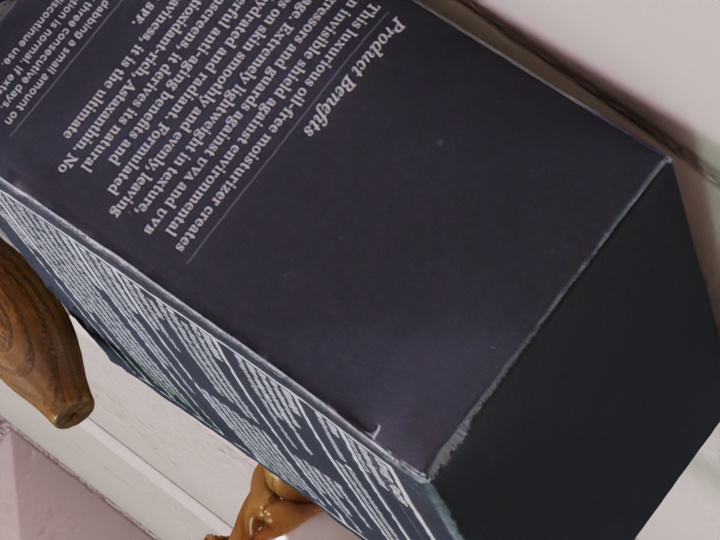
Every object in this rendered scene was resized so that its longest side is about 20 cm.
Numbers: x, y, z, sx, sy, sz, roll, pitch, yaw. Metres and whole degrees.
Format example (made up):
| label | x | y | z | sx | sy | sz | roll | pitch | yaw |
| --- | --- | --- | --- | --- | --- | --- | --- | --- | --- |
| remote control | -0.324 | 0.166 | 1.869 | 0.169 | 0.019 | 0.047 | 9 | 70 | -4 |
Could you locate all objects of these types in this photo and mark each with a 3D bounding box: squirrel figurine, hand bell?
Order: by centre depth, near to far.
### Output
| label | x | y | z | sx | sy | sz | roll | pitch | yaw |
| --- | --- | --- | --- | --- | --- | --- | --- | --- | --- |
| hand bell | -0.149 | -0.025 | 0.959 | 0.200 | 0.104 | 0.104 | 55 | 176 | 26 |
| squirrel figurine | -0.073 | 0.227 | 1.762 | 0.141 | 0.187 | 0.200 | 41 | 168 | -11 |

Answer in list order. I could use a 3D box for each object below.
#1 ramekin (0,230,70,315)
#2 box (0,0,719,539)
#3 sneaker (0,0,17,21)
| label | x | y | z | sx | sy | sz | roll | pitch | yaw |
| --- | --- | --- | --- | --- | --- | --- | --- | --- | --- |
| ramekin | -0.173 | -0.077 | 1.153 | 0.200 | 0.098 | 0.201 | 36 | 168 | 9 |
| box | 0.000 | 0.000 | 0.858 | 0.198 | 0.123 | 0.200 | 35 | 169 | 23 |
| sneaker | -0.125 | -0.133 | 0.888 | 0.079 | 0.131 | 0.200 | 9 | -147 | -17 |
